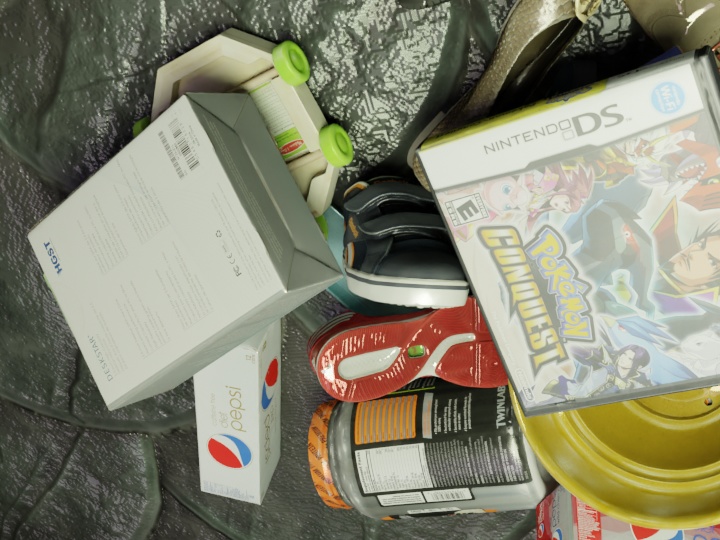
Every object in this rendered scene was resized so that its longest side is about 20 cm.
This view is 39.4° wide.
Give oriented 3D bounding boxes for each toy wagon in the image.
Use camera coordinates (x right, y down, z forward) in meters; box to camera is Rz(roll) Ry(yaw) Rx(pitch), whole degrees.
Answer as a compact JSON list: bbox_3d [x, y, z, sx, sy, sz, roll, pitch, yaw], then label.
[{"bbox_3d":[-0.080,-0.082,0.782,0.155,0.040,0.201,-21,109,29],"label":"toy wagon"}]

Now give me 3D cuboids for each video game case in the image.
[{"bbox_3d":[0.150,-0.012,0.610,0.180,0.026,0.201,-15,109,29],"label":"video game case"}]

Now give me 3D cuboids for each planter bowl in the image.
[{"bbox_3d":[0.208,0.066,0.685,0.200,0.083,0.202,3,97,29],"label":"planter bowl"}]

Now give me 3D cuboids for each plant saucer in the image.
[{"bbox_3d":[0.000,0.000,0.846,0.200,0.019,0.070,40,125,-14],"label":"plant saucer"}]

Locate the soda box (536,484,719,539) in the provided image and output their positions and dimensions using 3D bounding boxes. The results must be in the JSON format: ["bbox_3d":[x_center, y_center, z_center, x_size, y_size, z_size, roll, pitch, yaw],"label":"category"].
[{"bbox_3d":[0.240,0.217,0.778,0.199,0.064,0.070,14,142,-9],"label":"soda box"}]

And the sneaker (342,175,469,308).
[{"bbox_3d":[0.025,-0.025,0.716,0.078,0.200,0.080,3,99,-14],"label":"sneaker"}]

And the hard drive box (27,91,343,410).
[{"bbox_3d":[-0.135,-0.012,0.742,0.200,0.077,0.156,-32,81,31],"label":"hard drive box"}]

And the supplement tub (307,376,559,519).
[{"bbox_3d":[0.063,0.150,0.868,0.199,0.123,0.123,-10,121,24],"label":"supplement tub"}]

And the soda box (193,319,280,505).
[{"bbox_3d":[-0.113,0.123,0.937,0.063,0.068,0.201,11,127,9],"label":"soda box"}]

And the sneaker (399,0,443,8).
[{"bbox_3d":[0.094,-0.236,0.608,0.199,0.076,0.091,-21,106,24],"label":"sneaker"}]

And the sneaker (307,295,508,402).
[{"bbox_3d":[0.050,0.049,0.821,0.199,0.116,0.079,-3,102,-15],"label":"sneaker"}]

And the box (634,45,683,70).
[{"bbox_3d":[0.186,-0.060,0.673,0.119,0.042,0.200,-29,134,14],"label":"box"}]

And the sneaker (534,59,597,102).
[{"bbox_3d":[0.107,-0.069,0.731,0.082,0.070,0.201,19,126,1],"label":"sneaker"}]

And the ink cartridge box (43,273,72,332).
[{"bbox_3d":[-0.206,0.019,0.865,0.200,0.048,0.146,-34,80,31],"label":"ink cartridge box"}]

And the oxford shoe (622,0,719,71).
[{"bbox_3d":[0.244,-0.135,0.638,0.200,0.075,0.070,35,127,-9],"label":"oxford shoe"}]

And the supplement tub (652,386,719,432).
[{"bbox_3d":[0.297,0.091,0.755,0.200,0.123,0.123,-34,110,34],"label":"supplement tub"}]

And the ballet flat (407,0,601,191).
[{"bbox_3d":[0.105,-0.128,0.672,0.200,0.067,0.046,-51,60,24],"label":"ballet flat"}]
